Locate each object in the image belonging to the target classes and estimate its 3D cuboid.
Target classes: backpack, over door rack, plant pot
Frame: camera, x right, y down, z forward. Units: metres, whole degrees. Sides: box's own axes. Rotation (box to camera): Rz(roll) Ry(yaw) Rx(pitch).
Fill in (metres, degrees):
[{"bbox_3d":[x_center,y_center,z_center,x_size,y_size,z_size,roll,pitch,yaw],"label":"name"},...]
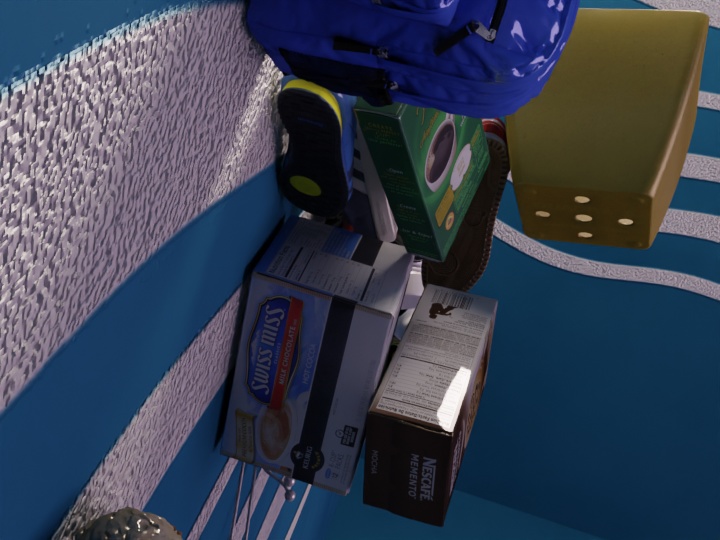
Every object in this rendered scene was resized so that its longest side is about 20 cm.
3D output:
[{"bbox_3d":[0.040,-0.184,0.593,0.168,0.196,0.166,2,105,-85],"label":"backpack"},{"bbox_3d":[-0.110,0.243,1.011,0.148,0.065,0.203,94,13,-63],"label":"over door rack"},{"bbox_3d":[0.241,-0.133,0.973,0.200,0.196,0.180,54,46,-64],"label":"plant pot"}]

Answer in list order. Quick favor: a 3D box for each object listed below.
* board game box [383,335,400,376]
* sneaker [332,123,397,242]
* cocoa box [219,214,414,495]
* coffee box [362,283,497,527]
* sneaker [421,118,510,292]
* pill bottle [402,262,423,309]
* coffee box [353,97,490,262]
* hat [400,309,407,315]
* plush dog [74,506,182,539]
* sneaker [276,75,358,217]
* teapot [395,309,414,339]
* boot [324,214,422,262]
[{"bbox_3d":[0.010,0.110,1.043,0.200,0.023,0.107,-142,-119,-74],"label":"board game box"},{"bbox_3d":[-0.020,-0.117,0.909,0.075,0.083,0.204,-63,144,-66],"label":"sneaker"},{"bbox_3d":[-0.040,0.076,0.880,0.134,0.129,0.203,-66,171,-62],"label":"cocoa box"},{"bbox_3d":[0.068,0.120,0.889,0.201,0.078,0.115,-61,158,-52],"label":"coffee box"},{"bbox_3d":[0.120,-0.071,1.038,0.113,0.070,0.203,-70,177,-59],"label":"sneaker"},{"bbox_3d":[0.043,-0.060,1.162,0.113,0.111,0.205,81,8,-78],"label":"pill bottle"},{"bbox_3d":[0.059,-0.114,0.805,0.124,0.043,0.201,-63,153,-22],"label":"coffee box"},{"bbox_3d":[-0.035,0.002,1.233,0.202,0.173,0.166,62,-38,23],"label":"hat"},{"bbox_3d":[-0.124,0.220,0.518,0.200,0.157,0.176,76,5,-83],"label":"plush dog"},{"bbox_3d":[-0.028,-0.117,0.783,0.201,0.065,0.080,95,14,-63],"label":"sneaker"},{"bbox_3d":[0.050,0.006,1.392,0.199,0.197,0.147,-60,163,-28],"label":"teapot"},{"bbox_3d":[0.001,0.000,1.053,0.203,0.072,0.157,36,-70,58],"label":"boot"}]
